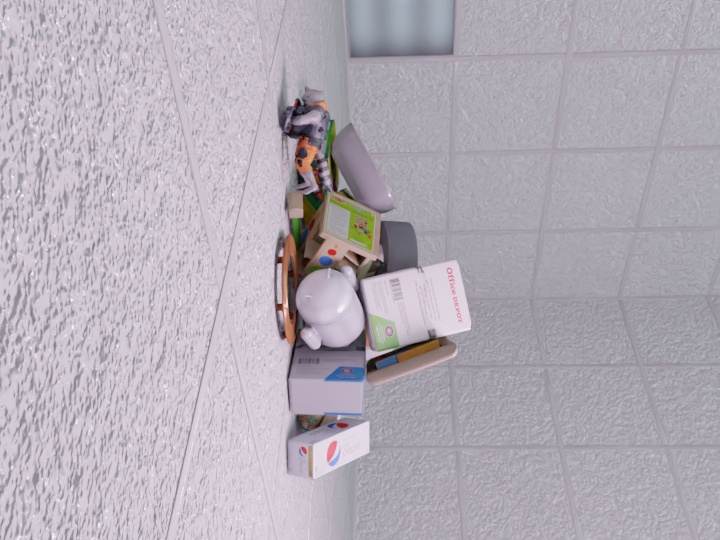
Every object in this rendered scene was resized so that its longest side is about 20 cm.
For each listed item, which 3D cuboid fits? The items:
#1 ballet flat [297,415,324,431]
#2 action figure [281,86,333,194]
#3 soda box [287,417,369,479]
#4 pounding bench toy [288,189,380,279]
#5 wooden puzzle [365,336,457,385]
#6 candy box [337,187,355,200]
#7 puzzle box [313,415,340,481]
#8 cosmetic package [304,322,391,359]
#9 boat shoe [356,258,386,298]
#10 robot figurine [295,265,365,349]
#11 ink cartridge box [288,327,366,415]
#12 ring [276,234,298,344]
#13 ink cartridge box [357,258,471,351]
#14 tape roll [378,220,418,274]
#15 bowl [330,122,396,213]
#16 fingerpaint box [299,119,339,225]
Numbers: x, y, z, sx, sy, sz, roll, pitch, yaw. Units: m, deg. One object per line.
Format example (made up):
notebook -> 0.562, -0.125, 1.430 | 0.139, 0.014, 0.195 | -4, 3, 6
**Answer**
ballet flat -> -0.090, 0.263, 1.644 | 0.066, 0.070, 0.200 | -60, -167, 25
action figure -> -0.095, -0.252, 1.475 | 0.200, 0.103, 0.196 | -79, 174, -79
soda box -> -0.059, 0.344, 1.499 | 0.199, 0.063, 0.069 | -6, 96, -57
pounding bench toy -> -0.084, -0.063, 1.540 | 0.156, 0.199, 0.125 | -49, -154, 41
wooden puzzle -> 0.096, 0.169, 1.538 | 0.200, 0.183, 0.038 | -104, 174, -87
candy box -> -0.014, -0.147, 1.791 | 0.102, 0.026, 0.200 | 49, 7, -4
puzzle box -> -0.076, 0.357, 1.650 | 0.201, 0.025, 0.134 | 103, 11, -55
cosmetic package -> -0.026, 0.144, 1.741 | 0.071, 0.198, 0.102 | 84, 6, -66
boat shoe -> -0.010, 0.058, 1.618 | 0.201, 0.064, 0.073 | -61, -166, 24
robot figurine -> -0.058, 0.073, 1.478 | 0.170, 0.112, 0.201 | -60, 153, -22
ink cartridge box -> -0.061, 0.199, 1.541 | 0.200, 0.143, 0.085 | -86, 176, -65
ring -> -0.133, 0.035, 1.409 | 0.200, 0.019, 0.203 | -1, 90, -88
ink cartridge box -> 0.106, 0.070, 1.544 | 0.084, 0.198, 0.147 | 154, -76, -80
tape roll -> 0.067, -0.008, 1.685 | 0.200, 0.065, 0.203 | -176, -90, -78
bowl -> 0.002, -0.211, 1.697 | 0.201, 0.074, 0.200 | 61, 4, 5
fingerpaint box -> -0.094, -0.225, 1.750 | 0.201, 0.073, 0.168 | -86, 174, -54
